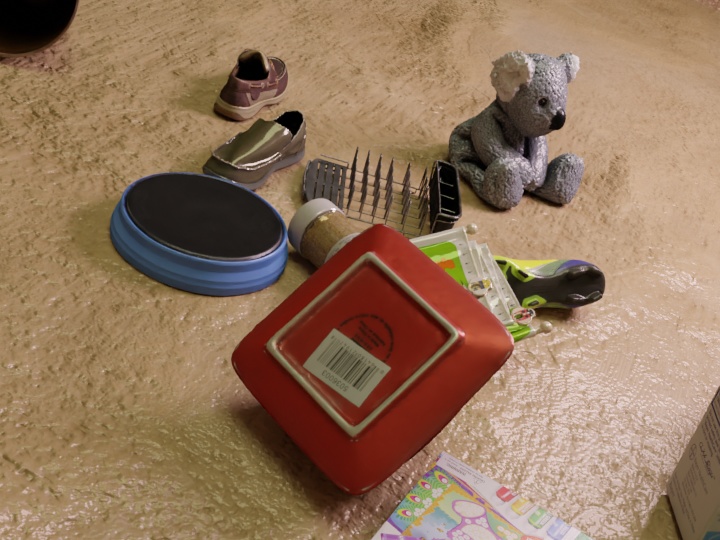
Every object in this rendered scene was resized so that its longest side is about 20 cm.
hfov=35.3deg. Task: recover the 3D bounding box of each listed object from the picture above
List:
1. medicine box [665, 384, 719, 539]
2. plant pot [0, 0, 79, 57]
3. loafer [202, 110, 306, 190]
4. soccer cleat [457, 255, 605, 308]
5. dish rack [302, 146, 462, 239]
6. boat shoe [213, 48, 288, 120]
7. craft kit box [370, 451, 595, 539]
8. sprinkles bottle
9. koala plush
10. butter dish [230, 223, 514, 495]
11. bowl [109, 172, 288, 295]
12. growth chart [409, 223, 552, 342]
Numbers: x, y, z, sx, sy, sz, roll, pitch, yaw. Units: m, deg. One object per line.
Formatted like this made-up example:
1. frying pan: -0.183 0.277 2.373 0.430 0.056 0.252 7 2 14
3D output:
1. medicine box: 0.410 0.179 1.036 0.180 0.201 0.103 14 30 -7
2. plant pot: -0.464 -0.400 1.552 0.185 0.189 0.200 13 16 -9
3. loafer: -0.130 -0.159 1.423 0.075 0.070 0.200 26 31 14
4. soccer cleat: 0.194 0.016 1.346 0.198 0.065 0.084 2 2 -17
5. dish rack: 0.026 -0.104 1.437 0.198 0.055 0.154 15 29 -6
6. boat shoe: -0.147 -0.278 1.608 0.072 0.072 0.200 24 30 9
7. craft kit box: 0.106 0.253 0.904 0.199 0.049 0.197 28 34 16
8. sprinkles bottle: 0.000 0.000 1.235 0.068 0.069 0.200 -10 40 -40
9. koala plush: 0.225 -0.217 1.587 0.176 0.201 0.184 -8 39 -38
10. butter dish: 0.019 0.097 1.024 0.199 0.148 0.200 -41 57 -11
11. bowl: -0.174 -0.046 1.243 0.199 0.040 0.201 14 30 -8
12. growth chart: 0.104 0.023 1.254 0.143 0.018 0.201 -20 48 -10
